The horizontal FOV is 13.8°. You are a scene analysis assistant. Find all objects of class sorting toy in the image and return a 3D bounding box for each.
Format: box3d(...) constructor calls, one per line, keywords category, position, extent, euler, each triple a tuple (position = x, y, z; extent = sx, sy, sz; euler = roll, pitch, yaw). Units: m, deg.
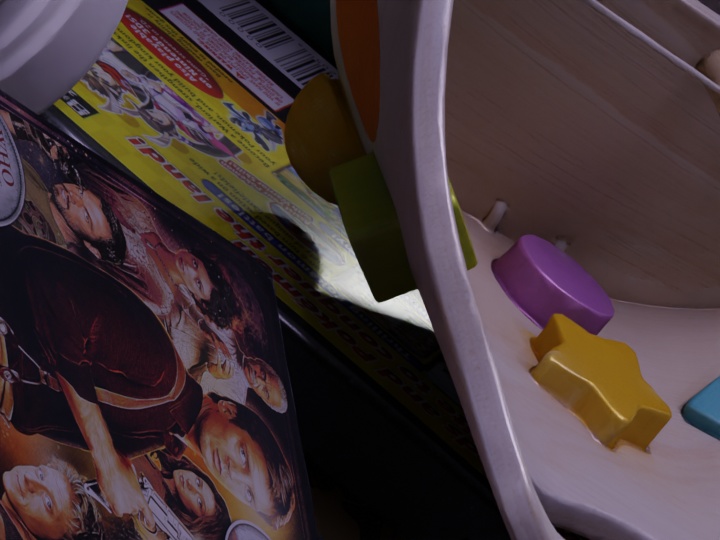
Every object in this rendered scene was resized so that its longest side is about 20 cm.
box3d(category="sorting toy", position=(0.065, 0.019, 0.674), extent=(0.200, 0.107, 0.180), euler=(31, 30, -27))

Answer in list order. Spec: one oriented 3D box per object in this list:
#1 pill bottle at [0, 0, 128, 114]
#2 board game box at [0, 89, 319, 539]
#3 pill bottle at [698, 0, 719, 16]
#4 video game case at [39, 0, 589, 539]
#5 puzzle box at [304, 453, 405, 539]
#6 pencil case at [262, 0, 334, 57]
box3d(category="pill bottle", position=(-0.122, -0.109, 0.609), extent=(0.116, 0.116, 0.200), euler=(57, 0, 29))
box3d(category="board game box", position=(-0.051, 0.066, 0.559), extent=(0.135, 0.035, 0.200), euler=(35, 37, -51))
box3d(category="pill bottle", position=(0.094, -0.121, 0.810), extent=(0.114, 0.114, 0.200), euler=(25, 42, -22))
box3d(category="video game case", position=(0.000, 0.000, 0.766), extent=(0.200, 0.026, 0.181), euler=(41, 20, 6))
box3d(category="puzzle box", position=(-0.042, 0.055, 0.679), extent=(0.200, 0.025, 0.133), euler=(34, 31, -9))
box3d(category="pencil case", position=(0.056, -0.060, 0.880), extent=(0.200, 0.085, 0.092), euler=(37, -15, -1))
